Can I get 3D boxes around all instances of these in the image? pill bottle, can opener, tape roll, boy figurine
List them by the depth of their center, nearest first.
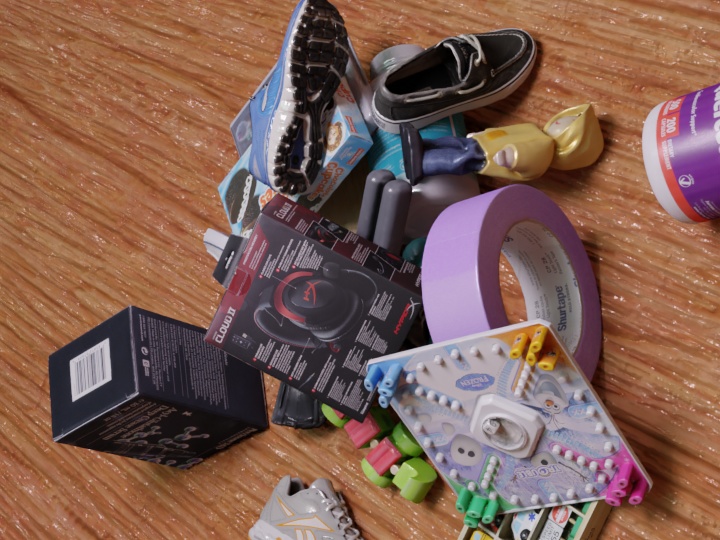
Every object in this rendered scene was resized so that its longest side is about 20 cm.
[{"bbox_3d":[0.349,-0.116,1.246,0.198,0.112,0.114,-17,63,38],"label":"pill bottle"},{"bbox_3d":[0.141,0.027,1.328,0.065,0.199,0.203,-15,65,38],"label":"tape roll"},{"bbox_3d":[0.140,-0.120,1.407,0.124,0.197,0.065,-103,6,-76],"label":"boy figurine"},{"bbox_3d":[0.000,0.000,1.454,0.053,0.066,0.202,35,124,40],"label":"can opener"},{"bbox_3d":[0.059,-0.136,1.530,0.110,0.110,0.202,-29,56,32],"label":"pill bottle"}]

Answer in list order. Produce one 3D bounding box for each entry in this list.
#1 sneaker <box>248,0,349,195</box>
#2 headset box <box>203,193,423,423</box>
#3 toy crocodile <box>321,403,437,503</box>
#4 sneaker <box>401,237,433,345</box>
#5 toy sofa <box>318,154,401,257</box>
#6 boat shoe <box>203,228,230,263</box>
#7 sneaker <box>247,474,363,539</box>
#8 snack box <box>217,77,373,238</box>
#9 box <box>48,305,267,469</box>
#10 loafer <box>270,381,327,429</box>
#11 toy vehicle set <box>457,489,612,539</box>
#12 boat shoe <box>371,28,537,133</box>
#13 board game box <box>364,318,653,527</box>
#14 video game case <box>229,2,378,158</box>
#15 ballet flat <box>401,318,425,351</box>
[{"bbox_3d":[-0.075,-0.181,1.465,0.089,0.078,0.203,15,90,47],"label":"sneaker"},{"bbox_3d":[-0.049,0.031,1.414,0.150,0.198,0.075,-64,-1,21],"label":"headset box"},{"bbox_3d":[0.007,0.156,1.488,0.068,0.062,0.201,-45,68,21],"label":"toy crocodile"},{"bbox_3d":[0.091,0.040,1.440,0.071,0.080,0.201,-46,57,20],"label":"sneaker"},{"bbox_3d":[0.000,-0.051,1.588,0.082,0.098,0.202,-17,60,12],"label":"toy sofa"},{"bbox_3d":[-0.127,0.012,1.678,0.199,0.073,0.066,32,93,46],"label":"boat shoe"},{"bbox_3d":[-0.035,0.265,1.502,0.199,0.075,0.093,14,80,44],"label":"sneaker"},{"bbox_3d":[-0.072,-0.110,1.530,0.200,0.037,0.117,-49,46,30],"label":"snack box"},{"bbox_3d":[-0.227,0.136,1.637,0.148,0.199,0.108,-29,57,33],"label":"box"},{"bbox_3d":[-0.068,0.070,1.572,0.069,0.068,0.204,1,88,1],"label":"loafer"},{"bbox_3d":[0.162,0.233,1.356,0.124,0.026,0.202,29,96,45],"label":"toy vehicle set"},{"bbox_3d":[0.102,-0.202,1.472,0.071,0.199,0.064,53,157,20],"label":"boat shoe"},{"bbox_3d":[0.126,0.142,1.276,0.198,0.201,0.026,-16,29,38],"label":"board game box"},{"bbox_3d":[-0.064,-0.161,1.584,0.200,0.023,0.183,-49,45,31],"label":"video game case"},{"bbox_3d":[0.059,0.110,1.471,0.072,0.071,0.200,-54,47,14],"label":"ballet flat"}]
